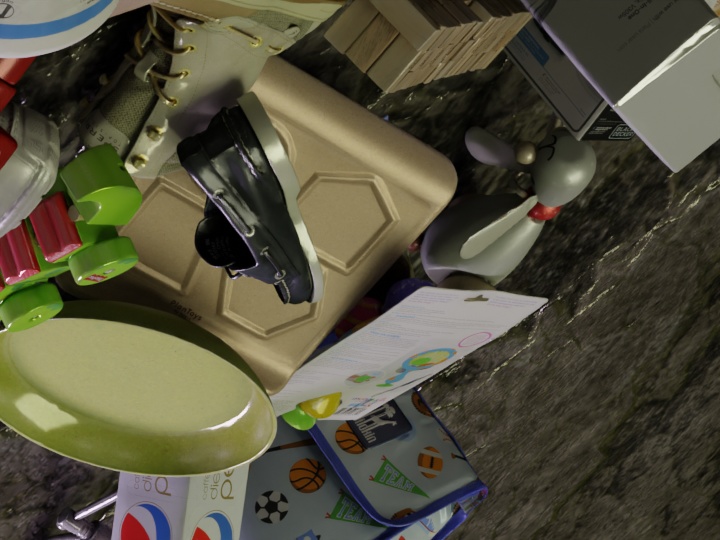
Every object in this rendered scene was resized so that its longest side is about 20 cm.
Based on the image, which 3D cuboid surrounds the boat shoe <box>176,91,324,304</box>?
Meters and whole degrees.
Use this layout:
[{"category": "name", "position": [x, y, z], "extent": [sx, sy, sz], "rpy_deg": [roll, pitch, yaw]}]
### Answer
[{"category": "boat shoe", "position": [-0.068, -0.030, 1.606], "extent": [0.066, 0.075, 0.199], "rpy_deg": [-26, 156, -7]}]

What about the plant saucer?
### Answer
[{"category": "plant saucer", "position": [-0.149, 0.071, 1.738], "extent": [0.200, 0.031, 0.200], "rpy_deg": [8, 149, 5]}]

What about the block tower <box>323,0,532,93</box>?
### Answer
[{"category": "block tower", "position": [0.043, -0.151, 1.649], "extent": [0.058, 0.054, 0.200], "rpy_deg": [-48, 170, 19]}]

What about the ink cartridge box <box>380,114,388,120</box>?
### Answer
[{"category": "ink cartridge box", "position": [-0.038, -0.032, 1.818], "extent": [0.119, 0.042, 0.200], "rpy_deg": [-30, 156, -17]}]

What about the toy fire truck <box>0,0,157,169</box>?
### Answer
[{"category": "toy fire truck", "position": [-0.203, -0.118, 1.377], "extent": [0.200, 0.129, 0.176], "rpy_deg": [-52, 154, 2]}]

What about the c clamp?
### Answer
[{"category": "c clamp", "position": [-0.158, 0.232, 1.973], "extent": [0.171, 0.027, 0.200], "rpy_deg": [-19, 131, 41]}]

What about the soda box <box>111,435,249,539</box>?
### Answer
[{"category": "soda box", "position": [-0.123, 0.151, 1.860], "extent": [0.068, 0.064, 0.200], "rpy_deg": [7, 91, -56]}]

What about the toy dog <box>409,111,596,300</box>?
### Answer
[{"category": "toy dog", "position": [0.083, -0.044, 1.901], "extent": [0.096, 0.132, 0.200], "rpy_deg": [18, 125, -15]}]

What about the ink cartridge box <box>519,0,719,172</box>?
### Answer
[{"category": "ink cartridge box", "position": [0.145, -0.171, 1.634], "extent": [0.084, 0.200, 0.146], "rpy_deg": [-41, 155, 8]}]

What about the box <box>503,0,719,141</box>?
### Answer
[{"category": "box", "position": [0.180, -0.193, 1.749], "extent": [0.060, 0.117, 0.200], "rpy_deg": [-2, 139, -48]}]

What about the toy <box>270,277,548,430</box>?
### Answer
[{"category": "toy", "position": [0.014, 0.043, 1.797], "extent": [0.115, 0.047, 0.200], "rpy_deg": [5, 148, -42]}]

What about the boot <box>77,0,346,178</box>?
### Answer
[{"category": "boot", "position": [-0.111, -0.124, 1.528], "extent": [0.155, 0.072, 0.200], "rpy_deg": [-47, 158, 21]}]

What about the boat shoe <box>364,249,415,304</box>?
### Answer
[{"category": "boat shoe", "position": [0.003, -0.001, 1.829], "extent": [0.073, 0.063, 0.201], "rpy_deg": [-25, 150, 10]}]

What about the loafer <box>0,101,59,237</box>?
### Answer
[{"category": "loafer", "position": [-0.244, -0.024, 1.539], "extent": [0.070, 0.070, 0.200], "rpy_deg": [24, 123, -26]}]

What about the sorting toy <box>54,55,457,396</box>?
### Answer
[{"category": "sorting toy", "position": [-0.067, -0.033, 1.701], "extent": [0.185, 0.036, 0.200], "rpy_deg": [29, 112, -27]}]

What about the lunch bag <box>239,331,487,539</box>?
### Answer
[{"category": "lunch bag", "position": [-0.031, 0.156, 1.996], "extent": [0.200, 0.170, 0.124], "rpy_deg": [-35, 160, -4]}]

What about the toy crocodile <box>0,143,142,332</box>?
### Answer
[{"category": "toy crocodile", "position": [-0.190, -0.012, 1.573], "extent": [0.062, 0.068, 0.200], "rpy_deg": [-12, 167, -46]}]

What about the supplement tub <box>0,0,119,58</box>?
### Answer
[{"category": "supplement tub", "position": [-0.159, -0.207, 1.250], "extent": [0.132, 0.132, 0.200], "rpy_deg": [-24, 151, -28]}]
